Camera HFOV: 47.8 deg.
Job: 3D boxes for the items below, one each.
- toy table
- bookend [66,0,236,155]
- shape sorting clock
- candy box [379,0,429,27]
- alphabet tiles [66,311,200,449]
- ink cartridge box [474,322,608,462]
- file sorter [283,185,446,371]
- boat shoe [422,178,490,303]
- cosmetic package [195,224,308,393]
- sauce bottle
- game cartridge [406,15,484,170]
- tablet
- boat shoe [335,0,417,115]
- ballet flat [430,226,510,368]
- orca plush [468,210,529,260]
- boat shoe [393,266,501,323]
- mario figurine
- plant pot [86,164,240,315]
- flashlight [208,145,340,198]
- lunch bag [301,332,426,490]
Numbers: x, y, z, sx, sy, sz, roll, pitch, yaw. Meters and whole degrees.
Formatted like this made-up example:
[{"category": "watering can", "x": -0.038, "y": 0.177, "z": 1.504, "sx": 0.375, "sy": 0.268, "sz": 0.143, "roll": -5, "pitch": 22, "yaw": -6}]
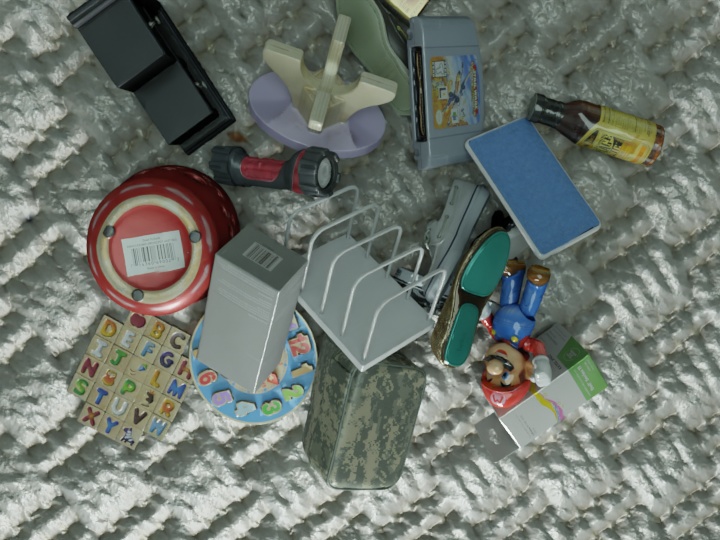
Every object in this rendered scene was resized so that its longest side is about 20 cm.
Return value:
[{"category": "toy table", "x": -0.052, "y": -0.242, "z": 1.107, "sx": 0.195, "sy": 0.118, "sz": 0.188, "roll": 6, "pitch": 64, "yaw": -10}, {"category": "bookend", "x": -0.268, "y": -0.263, "z": 1.080, "sx": 0.091, "sy": 0.200, "sz": 0.201, "roll": -33, "pitch": 97, "yaw": 3}, {"category": "shape sorting clock", "x": -0.161, "y": 0.133, "z": 1.220, "sx": 0.195, "sy": 0.039, "sz": 0.205, "roll": 0, "pitch": 97, "yaw": -3}, {"category": "candy box", "x": 0.031, "y": -0.455, "z": 1.136, "sx": 0.199, "sy": 0.055, "sz": 0.116, "roll": 39, "pitch": 93, "yaw": -7}, {"category": "alphabet tiles", "x": -0.345, "y": 0.163, "z": 1.234, "sx": 0.164, "sy": 0.006, "sz": 0.203, "roll": 28, "pitch": 96, "yaw": -5}, {"category": "ink cartridge box", "x": 0.248, "y": 0.179, "z": 1.200, "sx": 0.198, "sy": 0.117, "sz": 0.068, "roll": -36, "pitch": 112, "yaw": 3}, {"category": "file sorter", "x": 0.000, "y": 0.000, "z": 1.096, "sx": 0.137, "sy": 0.126, "sz": 0.200, "roll": -26, "pitch": 57, "yaw": -33}, {"category": "boat shoe", "x": 0.122, "y": -0.045, "z": 1.170, "sx": 0.066, "sy": 0.074, "sz": 0.202, "roll": 24, "pitch": 60, "yaw": 9}, {"category": "cosmetic package", "x": -0.150, "y": 0.057, "z": 1.104, "sx": 0.105, "sy": 0.090, "sz": 0.202, "roll": 29, "pitch": 132, "yaw": 10}, {"category": "sauce bottle", "x": 0.340, "y": -0.208, "z": 1.181, "sx": 0.196, "sy": 0.066, "sz": 0.068, "roll": 16, "pitch": 97, "yaw": -2}, {"category": "game cartridge", "x": 0.123, "y": -0.251, "z": 1.140, "sx": 0.131, "sy": 0.041, "sz": 0.205, "roll": -15, "pitch": 106, "yaw": -39}, {"category": "tablet", "x": 0.244, "y": -0.121, "z": 1.152, "sx": 0.128, "sy": 0.014, "sz": 0.202, "roll": -24, "pitch": 74, "yaw": -27}, {"category": "boat shoe", "x": 0.034, "y": -0.319, "z": 1.156, "sx": 0.071, "sy": 0.060, "sz": 0.204, "roll": -26, "pitch": 96, "yaw": 42}, {"category": "ballet flat", "x": 0.142, "y": 0.031, "z": 1.111, "sx": 0.070, "sy": 0.065, "sz": 0.204, "roll": 23, "pitch": 91, "yaw": -26}, {"category": "orca plush", "x": 0.226, "y": -0.076, "z": 1.192, "sx": 0.199, "sy": 0.105, "sz": 0.071, "roll": -41, "pitch": 61, "yaw": -4}, {"category": "boat shoe", "x": 0.137, "y": 0.059, "z": 1.203, "sx": 0.195, "sy": 0.074, "sz": 0.070, "roll": 20, "pitch": 93, "yaw": -5}, {"category": "mario figurine", "x": 0.204, "y": 0.090, "z": 1.119, "sx": 0.104, "sy": 0.123, "sz": 0.205, "roll": 6, "pitch": 97, "yaw": -16}, {"category": "plant pot", "x": -0.272, "y": -0.044, "z": 1.122, "sx": 0.195, "sy": 0.183, "sz": 0.206, "roll": 0, "pitch": 96, "yaw": -2}, {"category": "flashlight", "x": -0.123, "y": -0.143, "z": 1.122, "sx": 0.196, "sy": 0.068, "sz": 0.069, "roll": 12, "pitch": 93, "yaw": 30}, {"category": "lunch bag", "x": -0.010, "y": 0.191, "z": 1.173, "sx": 0.137, "sy": 0.167, "sz": 0.205, "roll": 7, "pitch": 101, "yaw": -32}]
